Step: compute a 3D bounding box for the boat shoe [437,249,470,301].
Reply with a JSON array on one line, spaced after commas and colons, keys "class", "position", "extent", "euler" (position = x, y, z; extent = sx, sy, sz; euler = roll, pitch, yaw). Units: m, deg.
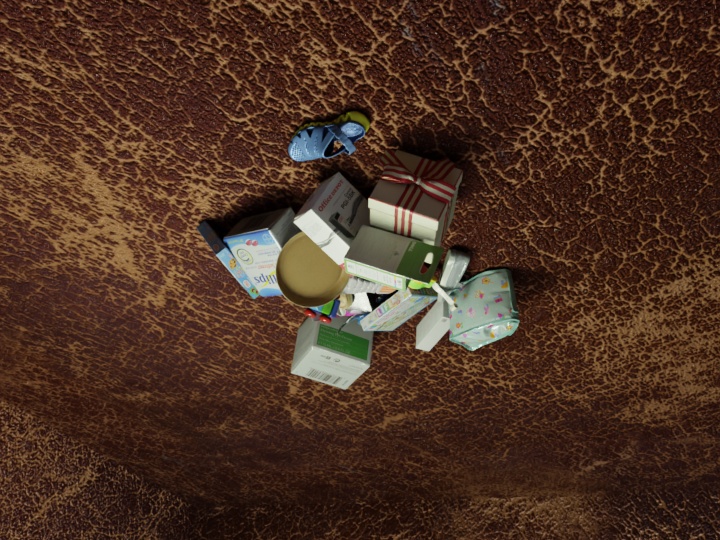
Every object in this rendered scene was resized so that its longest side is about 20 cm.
[{"class": "boat shoe", "position": [0.255, 0.023, 1.751], "extent": [0.071, 0.070, 0.201], "euler": [11, 140, 2]}]

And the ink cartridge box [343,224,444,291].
[{"class": "ink cartridge box", "position": [0.074, -0.021, 1.404], "extent": [0.200, 0.104, 0.059], "euler": [17, 147, 18]}]

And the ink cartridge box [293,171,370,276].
[{"class": "ink cartridge box", "position": [-0.036, -0.109, 1.517], "extent": [0.200, 0.147, 0.083], "euler": [43, 144, -17]}]

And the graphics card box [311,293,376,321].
[{"class": "graphics card box", "position": [-0.065, 0.071, 1.848], "extent": [0.200, 0.051, 0.126], "euler": [-10, 110, 22]}]

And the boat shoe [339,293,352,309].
[{"class": "boat shoe", "position": [-0.086, 0.029, 1.768], "extent": [0.073, 0.063, 0.200], "euler": [-20, 110, 24]}]

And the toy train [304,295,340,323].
[{"class": "toy train", "position": [-0.155, 0.072, 1.729], "extent": [0.116, 0.085, 0.200], "euler": [25, 173, -40]}]

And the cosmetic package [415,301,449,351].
[{"class": "cosmetic package", "position": [0.228, 0.160, 1.930], "extent": [0.051, 0.083, 0.200], "euler": [14, 143, -13]}]

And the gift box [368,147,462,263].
[{"class": "gift box", "position": [0.120, -0.162, 1.447], "extent": [0.184, 0.200, 0.187], "euler": [16, 148, 11]}]

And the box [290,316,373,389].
[{"class": "box", "position": [-0.086, 0.239, 2.014], "extent": [0.199, 0.172, 0.200], "euler": [20, 141, -16]}]

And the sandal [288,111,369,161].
[{"class": "sandal", "position": [-0.076, -0.279, 1.398], "extent": [0.200, 0.087, 0.079], "euler": [-16, 139, 30]}]

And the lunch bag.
[{"class": "lunch bag", "position": [0.346, 0.104, 1.760], "extent": [0.122, 0.171, 0.200], "euler": [28, 137, -34]}]

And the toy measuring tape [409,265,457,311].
[{"class": "toy measuring tape", "position": [0.174, 0.042, 1.724], "extent": [0.200, 0.074, 0.074], "euler": [49, 141, 10]}]

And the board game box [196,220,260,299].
[{"class": "board game box", "position": [-0.355, -0.028, 1.739], "extent": [0.037, 0.151, 0.200], "euler": [-38, 136, -8]}]

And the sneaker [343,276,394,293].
[{"class": "sneaker", "position": [0.000, 0.000, 1.726], "extent": [0.200, 0.112, 0.078], "euler": [6, 148, -21]}]

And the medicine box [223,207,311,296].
[{"class": "medicine box", "position": [-0.217, -0.043, 1.648], "extent": [0.182, 0.103, 0.200], "euler": [-7, 123, 40]}]

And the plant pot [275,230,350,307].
[{"class": "plant pot", "position": [-0.116, -0.008, 1.575], "extent": [0.200, 0.200, 0.027], "euler": [31, 179, -28]}]

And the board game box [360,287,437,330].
[{"class": "board game box", "position": [0.112, 0.111, 1.848], "extent": [0.200, 0.034, 0.134], "euler": [-39, 152, 32]}]

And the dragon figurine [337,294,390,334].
[{"class": "dragon figurine", "position": [0.013, 0.118, 1.895], "extent": [0.200, 0.059, 0.099], "euler": [-19, 150, -3]}]
